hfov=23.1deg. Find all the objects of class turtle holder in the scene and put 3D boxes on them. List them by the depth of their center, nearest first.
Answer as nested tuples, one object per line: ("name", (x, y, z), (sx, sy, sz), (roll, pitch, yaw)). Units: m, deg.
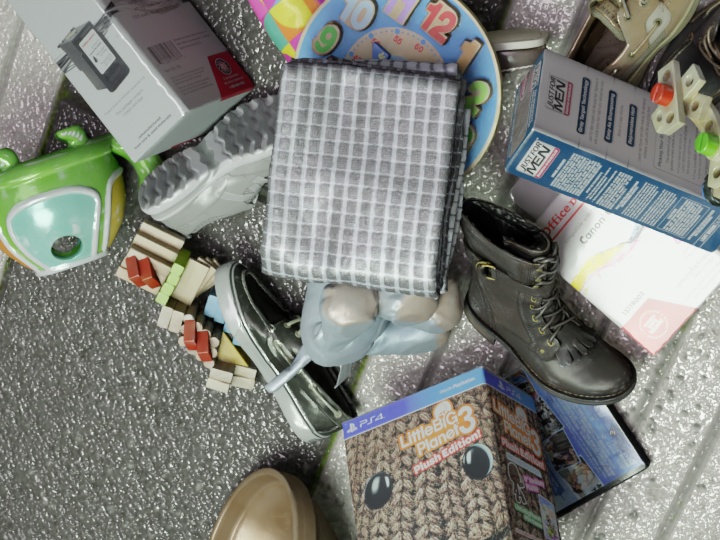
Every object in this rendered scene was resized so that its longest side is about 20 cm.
("turtle holder", (-0.289, -0.074, 1.754), (0.141, 0.185, 0.132), (-8, 101, 57))

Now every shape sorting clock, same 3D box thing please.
("shape sorting clock", (0.030, -0.161, 1.558), (0.200, 0.039, 0.200), (5, 102, 21))

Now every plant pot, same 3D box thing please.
("plant pot", (-0.077, 0.303, 1.751), (0.093, 0.201, 0.201), (18, 116, -27))

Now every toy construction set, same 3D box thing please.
("toy construction set", (0.334, -0.108, 1.449), (0.200, 0.092, 0.131), (12, 77, -12))

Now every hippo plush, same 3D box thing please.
("hippo plush", (0.000, 0.000, 1.651), (0.200, 0.159, 0.161), (-48, 51, 56))

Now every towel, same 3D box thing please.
("towel", (0.004, -0.084, 1.505), (0.166, 0.086, 0.200), (7, 96, 15))

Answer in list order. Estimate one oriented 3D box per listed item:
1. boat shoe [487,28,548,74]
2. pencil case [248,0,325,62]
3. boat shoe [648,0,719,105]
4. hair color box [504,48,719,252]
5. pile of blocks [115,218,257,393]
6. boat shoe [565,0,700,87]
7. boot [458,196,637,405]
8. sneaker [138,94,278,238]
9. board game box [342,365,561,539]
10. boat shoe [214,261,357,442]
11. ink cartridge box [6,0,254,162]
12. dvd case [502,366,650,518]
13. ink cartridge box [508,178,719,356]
("boat shoe", (0.078, -0.178, 1.597), (0.200, 0.072, 0.060), (-6, 104, 22))
("pencil case", (-0.078, -0.286, 1.629), (0.088, 0.088, 0.200), (-36, 89, 26))
("boat shoe", (0.314, -0.201, 1.492), (0.074, 0.073, 0.200), (45, 115, 6))
("hair color box", (0.228, -0.100, 1.493), (0.200, 0.100, 0.061), (22, 139, -11))
("pile of blocks", (-0.161, 0.041, 1.732), (0.082, 0.062, 0.200), (-36, 105, 15))
("boat shoe", (0.231, -0.219, 1.517), (0.072, 0.065, 0.200), (48, 122, 32))
("boot", (0.160, 0.027, 1.560), (0.200, 0.069, 0.174), (31, 156, 19))
("sneaker", (-0.115, -0.101, 1.710), (0.200, 0.082, 0.075), (-27, 47, 16))
("board game box", (0.085, 0.215, 1.606), (0.159, 0.097, 0.200), (-25, 56, 25))
("boat shoe", (-0.070, 0.071, 1.728), (0.064, 0.071, 0.200), (-27, 100, 27))
("ink cartridge box", (-0.215, -0.216, 1.668), (0.083, 0.145, 0.200), (-40, 87, 28))
("dvd case", (0.157, 0.173, 1.684), (0.200, 0.018, 0.143), (-34, 89, 25))
("ink cartridge box", (0.228, -0.036, 1.573), (0.200, 0.067, 0.116), (41, 115, 8))
